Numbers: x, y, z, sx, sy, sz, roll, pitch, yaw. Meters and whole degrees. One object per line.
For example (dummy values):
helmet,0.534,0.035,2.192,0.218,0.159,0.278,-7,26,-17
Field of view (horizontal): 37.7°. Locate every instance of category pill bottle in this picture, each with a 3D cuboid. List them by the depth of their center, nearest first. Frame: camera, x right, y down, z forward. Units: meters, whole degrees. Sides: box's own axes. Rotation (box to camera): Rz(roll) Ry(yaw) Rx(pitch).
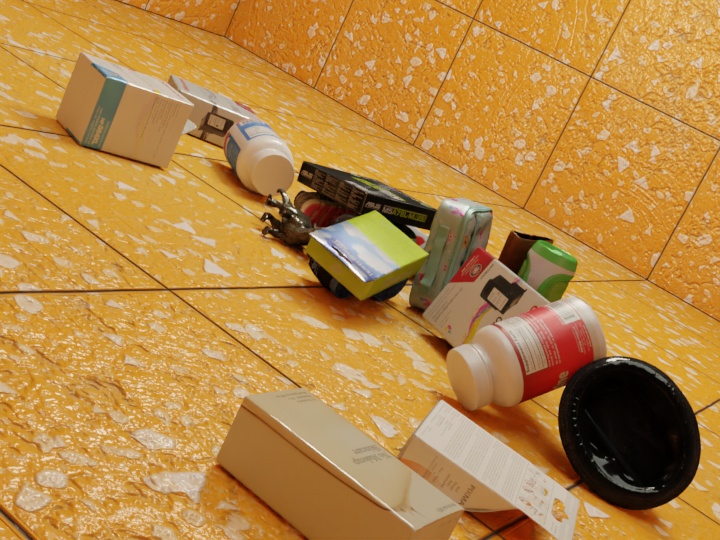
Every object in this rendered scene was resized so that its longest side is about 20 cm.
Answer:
pill bottle,0.222,0.116,1.423,0.198,0.113,0.112,-18,31,-18
pill bottle,-0.191,-0.212,2.018,0.111,0.113,0.200,20,16,-26

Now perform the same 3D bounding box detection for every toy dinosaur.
toy dinosaur,-0.115,-0.076,1.782,0.102,0.077,0.200,33,4,-29

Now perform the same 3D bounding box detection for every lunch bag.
lunch bag,0.154,-0.019,1.776,0.076,0.202,0.160,19,10,19

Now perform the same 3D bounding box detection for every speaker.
speaker,0.271,0.057,1.695,0.088,0.202,0.089,24,13,-6

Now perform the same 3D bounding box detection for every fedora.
fedora,0.346,0.219,1.393,0.199,0.202,0.092,29,-19,11

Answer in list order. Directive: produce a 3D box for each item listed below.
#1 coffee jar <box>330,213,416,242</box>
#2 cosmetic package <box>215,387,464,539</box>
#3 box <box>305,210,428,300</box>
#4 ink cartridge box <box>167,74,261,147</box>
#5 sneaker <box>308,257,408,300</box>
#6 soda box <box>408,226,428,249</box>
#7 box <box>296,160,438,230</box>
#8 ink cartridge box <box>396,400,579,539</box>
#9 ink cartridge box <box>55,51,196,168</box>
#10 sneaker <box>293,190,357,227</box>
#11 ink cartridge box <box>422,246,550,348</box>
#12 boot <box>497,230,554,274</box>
coffee jar,0.019,-0.050,1.863,0.104,0.086,0.200,30,13,20
cosmetic package,-0.020,0.190,0.935,0.199,0.074,0.103,32,14,25
box,0.007,-0.025,1.602,0.122,0.048,0.199,40,30,17
ink cartridge box,-0.326,-0.334,2.275,0.198,0.084,0.145,20,15,-24
sneaker,0.000,0.000,1.678,0.078,0.071,0.199,43,21,29
soda box,0.133,-0.015,1.956,0.199,0.064,0.068,36,-6,37
box,0.014,-0.136,1.924,0.192,0.048,0.199,13,12,-42
ink cartridge box,0.143,0.233,1.163,0.199,0.050,0.162,38,15,8
ink cartridge box,-0.395,-0.270,1.816,0.199,0.126,0.128,14,18,-42
sneaker,-0.047,-0.112,1.996,0.198,0.074,0.088,8,28,-40
ink cartridge box,0.207,0.077,1.586,0.083,0.146,0.200,37,4,-37
boot,0.267,0.030,1.787,0.187,0.202,0.068,14,17,-41
